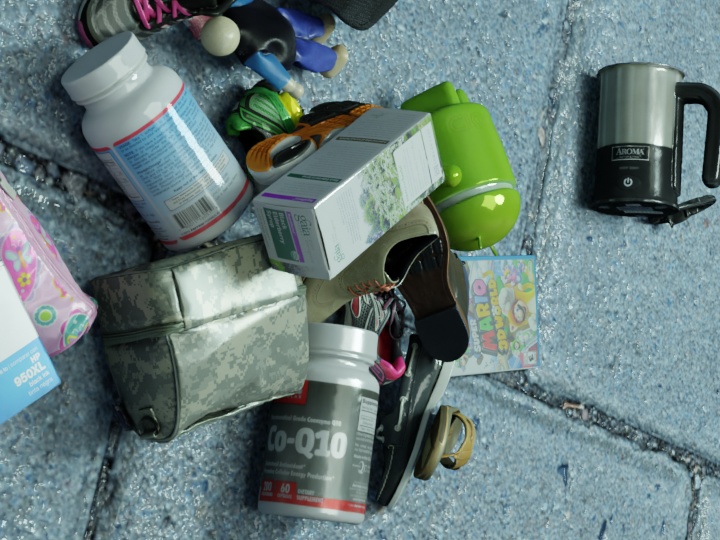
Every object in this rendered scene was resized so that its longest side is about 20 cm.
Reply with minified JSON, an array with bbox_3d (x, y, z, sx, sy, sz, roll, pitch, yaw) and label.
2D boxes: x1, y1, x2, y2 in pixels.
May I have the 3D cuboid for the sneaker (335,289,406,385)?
[{"bbox_3d":[0.015,0.027,1.630,0.080,0.074,0.201,-8,92,-43],"label":"sneaker"}]

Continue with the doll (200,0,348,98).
[{"bbox_3d":[-0.090,-0.238,1.528,0.200,0.048,0.137,-4,69,-55],"label":"doll"}]

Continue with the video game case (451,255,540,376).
[{"bbox_3d":[0.147,0.054,1.791,0.199,0.018,0.144,-1,89,-43],"label":"video game case"}]

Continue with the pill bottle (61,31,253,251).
[{"bbox_3d":[-0.197,-0.125,1.415,0.109,0.108,0.200,-51,121,-33],"label":"pill bottle"}]

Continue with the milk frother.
[{"bbox_3d":[0.401,-0.163,1.985,0.200,0.180,0.189,64,30,-81],"label":"milk frother"}]

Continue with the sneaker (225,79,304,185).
[{"bbox_3d":[-0.078,-0.100,1.560,0.085,0.078,0.200,-41,106,-29],"label":"sneaker"}]

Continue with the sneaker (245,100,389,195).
[{"bbox_3d":[-0.040,-0.109,1.509,0.200,0.076,0.092,-33,128,-39],"label":"sneaker"}]

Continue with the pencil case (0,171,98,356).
[{"bbox_3d":[-0.316,-0.017,1.312,0.087,0.087,0.200,-48,119,-34],"label":"pencil case"}]

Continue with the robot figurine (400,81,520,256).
[{"bbox_3d":[0.113,-0.112,1.681,0.175,0.115,0.201,14,54,-68],"label":"robot figurine"}]

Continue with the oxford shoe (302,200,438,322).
[{"bbox_3d":[0.000,0.000,1.548,0.070,0.200,0.075,16,34,-50],"label":"oxford shoe"}]

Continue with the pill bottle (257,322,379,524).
[{"bbox_3d":[-0.041,0.161,1.542,0.114,0.114,0.201,16,77,-42],"label":"pill bottle"}]

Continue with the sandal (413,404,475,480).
[{"bbox_3d":[0.103,0.194,1.648,0.200,0.054,0.081,-1,113,-79],"label":"sandal"}]

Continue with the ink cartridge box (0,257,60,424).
[{"bbox_3d":[-0.358,0.029,1.229,0.084,0.144,0.201,-37,112,-40],"label":"ink cartridge box"}]

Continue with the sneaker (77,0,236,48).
[{"bbox_3d":[-0.181,-0.274,1.432,0.199,0.087,0.074,-28,112,-21],"label":"sneaker"}]

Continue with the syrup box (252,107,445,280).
[{"bbox_3d":[-0.008,-0.078,1.422,0.200,0.081,0.079,-41,128,-39],"label":"syrup box"}]

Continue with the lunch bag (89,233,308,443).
[{"bbox_3d":[-0.150,0.065,1.425,0.200,0.139,0.169,-16,92,-44],"label":"lunch bag"}]

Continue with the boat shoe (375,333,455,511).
[{"bbox_3d":[0.049,0.171,1.664,0.060,0.076,0.201,21,81,0],"label":"boat shoe"}]

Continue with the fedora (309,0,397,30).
[{"bbox_3d":[-0.011,-0.321,1.593,0.200,0.201,0.092,15,111,-42],"label":"fedora"}]

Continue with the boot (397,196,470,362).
[{"bbox_3d":[0.076,-0.003,1.631,0.097,0.074,0.201,-48,125,-76],"label":"boot"}]

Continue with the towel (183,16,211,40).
[{"bbox_3d":[-0.179,-0.358,1.505,0.146,0.030,0.200,-51,119,-30],"label":"towel"}]
